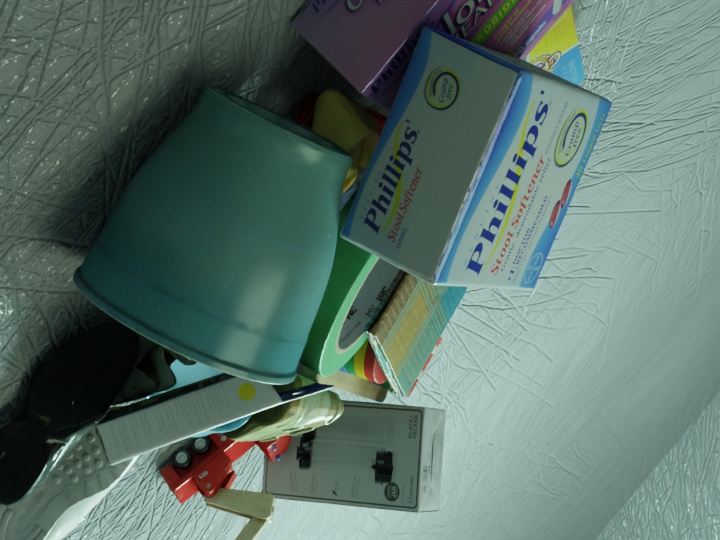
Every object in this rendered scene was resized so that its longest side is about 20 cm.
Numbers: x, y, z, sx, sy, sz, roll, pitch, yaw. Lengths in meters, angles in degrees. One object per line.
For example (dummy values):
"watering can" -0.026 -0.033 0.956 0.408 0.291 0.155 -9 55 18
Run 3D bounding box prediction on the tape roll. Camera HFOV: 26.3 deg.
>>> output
"tape roll" 0.000 0.000 1.410 0.201 0.048 0.201 -54 167 -18

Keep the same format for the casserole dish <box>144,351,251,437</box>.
"casserole dish" -0.137 0.080 1.499 0.120 0.039 0.201 12 126 -28

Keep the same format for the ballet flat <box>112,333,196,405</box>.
"ballet flat" -0.183 0.074 1.409 0.067 0.063 0.200 -4 141 -53

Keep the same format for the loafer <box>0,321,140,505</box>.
"loafer" -0.267 0.121 1.388 0.200 0.073 0.072 -46 177 11

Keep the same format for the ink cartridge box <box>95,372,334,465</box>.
"ink cartridge box" -0.130 0.116 1.363 0.198 0.047 0.198 -21 179 -7

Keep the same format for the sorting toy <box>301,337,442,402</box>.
"sorting toy" 0.037 0.040 1.616 0.200 0.069 0.201 26 82 -66

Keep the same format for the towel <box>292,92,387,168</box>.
"towel" -0.063 -0.074 1.436 0.201 0.022 0.144 -53 154 18

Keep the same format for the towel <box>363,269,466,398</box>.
"towel" 0.057 0.033 1.503 0.147 0.022 0.200 -60 161 -14

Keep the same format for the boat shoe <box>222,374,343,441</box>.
"boat shoe" -0.086 0.141 1.580 0.063 0.074 0.200 17 162 -24

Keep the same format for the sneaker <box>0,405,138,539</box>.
"sneaker" -0.276 0.203 1.496 0.200 0.077 0.080 -42 165 10

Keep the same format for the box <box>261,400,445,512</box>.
"box" -0.009 0.203 1.718 0.060 0.198 0.118 14 78 -63

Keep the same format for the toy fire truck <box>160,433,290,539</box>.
"toy fire truck" -0.141 0.243 1.672 0.199 0.141 0.049 -38 155 -14

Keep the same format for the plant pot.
"plant pot" -0.105 -0.039 1.246 0.200 0.199 0.189 11 106 -61

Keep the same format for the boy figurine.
"boy figurine" -0.021 -0.088 1.376 0.124 0.065 0.201 -29 157 -30

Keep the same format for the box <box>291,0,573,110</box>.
"box" 0.068 -0.223 1.315 0.176 0.097 0.200 -49 155 11

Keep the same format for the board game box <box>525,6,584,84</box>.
"board game box" 0.150 -0.202 1.544 0.153 0.040 0.200 -43 156 -4

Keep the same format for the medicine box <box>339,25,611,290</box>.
"medicine box" 0.100 -0.087 1.283 0.199 0.102 0.184 2 113 -60
